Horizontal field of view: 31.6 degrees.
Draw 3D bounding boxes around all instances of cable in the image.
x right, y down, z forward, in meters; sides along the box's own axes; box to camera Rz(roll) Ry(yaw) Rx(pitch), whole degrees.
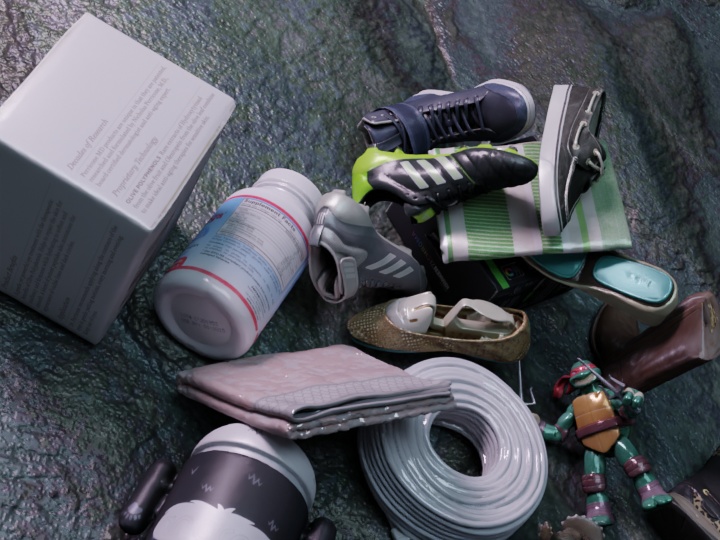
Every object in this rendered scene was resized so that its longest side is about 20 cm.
[{"bbox_3d":[0.092,0.182,1.281,0.200,0.069,0.200,-20,69,-36],"label":"cable"}]

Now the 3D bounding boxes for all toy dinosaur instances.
[{"bbox_3d":[0.220,0.288,1.206,0.102,0.077,0.200,6,19,-28],"label":"toy dinosaur"}]

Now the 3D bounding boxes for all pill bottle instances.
[{"bbox_3d":[-0.114,-0.013,1.284,0.109,0.109,0.200,35,48,-2],"label":"pill bottle"}]

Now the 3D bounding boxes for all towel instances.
[{"bbox_3d":[0.178,-0.076,1.369,0.199,0.023,0.153,-4,56,-2],"label":"towel"},{"bbox_3d":[-0.042,0.109,1.196,0.200,0.191,0.032,-5,102,-38],"label":"towel"}]

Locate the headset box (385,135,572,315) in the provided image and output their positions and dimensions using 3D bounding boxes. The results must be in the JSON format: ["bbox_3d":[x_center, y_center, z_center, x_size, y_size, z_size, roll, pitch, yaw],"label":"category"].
[{"bbox_3d":[0.151,-0.044,1.456,0.200,0.093,0.174,-17,67,-34],"label":"headset box"}]

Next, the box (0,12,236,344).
[{"bbox_3d":[-0.254,-0.085,1.200,0.171,0.199,0.200,30,47,-6],"label":"box"}]

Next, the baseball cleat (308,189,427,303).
[{"bbox_3d":[0.000,0.000,1.331,0.200,0.070,0.107,43,61,-45],"label":"baseball cleat"}]

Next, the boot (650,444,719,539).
[{"bbox_3d":[0.425,0.289,1.384,0.200,0.073,0.150,44,49,13],"label":"boot"}]

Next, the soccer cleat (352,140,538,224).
[{"bbox_3d":[0.087,-0.089,1.334,0.199,0.068,0.081,0,69,18],"label":"soccer cleat"}]

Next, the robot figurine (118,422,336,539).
[{"bbox_3d":[-0.115,0.228,1.106,0.150,0.125,0.200,46,45,-23],"label":"robot figurine"}]

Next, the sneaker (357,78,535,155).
[{"bbox_3d":[0.089,-0.162,1.458,0.146,0.202,0.077,-27,108,-38],"label":"sneaker"}]

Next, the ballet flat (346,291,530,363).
[{"bbox_3d":[0.087,0.053,1.349,0.199,0.065,0.071,5,40,-12],"label":"ballet flat"}]

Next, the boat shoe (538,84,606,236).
[{"bbox_3d":[0.224,-0.121,1.336,0.063,0.071,0.200,2,54,16],"label":"boat shoe"}]

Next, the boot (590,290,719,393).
[{"bbox_3d":[0.332,0.061,1.405,0.064,0.200,0.187,23,50,-13],"label":"boot"}]

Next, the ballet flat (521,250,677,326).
[{"bbox_3d":[0.246,0.000,1.368,0.200,0.070,0.069,31,46,22],"label":"ballet flat"}]

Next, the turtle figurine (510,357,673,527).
[{"bbox_3d":[0.249,0.165,1.345,0.101,0.150,0.201,1,64,-48],"label":"turtle figurine"}]
